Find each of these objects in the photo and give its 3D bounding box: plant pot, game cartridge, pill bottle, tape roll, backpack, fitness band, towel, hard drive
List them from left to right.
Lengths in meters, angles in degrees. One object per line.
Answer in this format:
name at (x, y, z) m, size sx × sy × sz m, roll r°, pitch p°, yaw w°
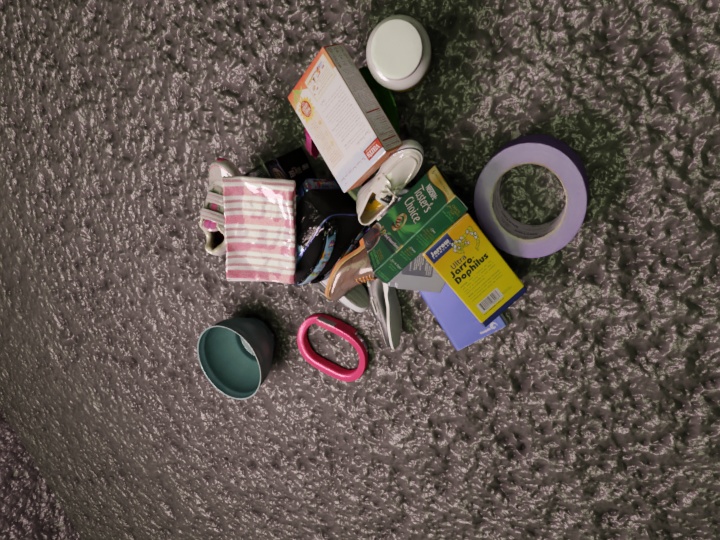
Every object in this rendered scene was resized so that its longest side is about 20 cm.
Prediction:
plant pot at (-0.301, 0.206, 1.404) m, size 0.193 × 0.134 × 0.208 m, roll 11°, pitch 115°, yaw 23°
towel at (-0.194, -0.076, 1.050) m, size 0.140 × 0.030 × 0.208 m, roll 2°, pitch 108°, yaw 0°
backpack at (-0.087, -0.073, 1.148) m, size 0.135 × 0.180 × 0.202 m, roll 48°, pitch 122°, yaw 21°
fitness band at (-0.069, 0.189, 1.342) m, size 0.195 × 0.037 × 0.148 m, roll 25°, pitch 122°, yaw 17°
pill bottle at (0.067, -0.367, 0.929) m, size 0.108 × 0.200 × 0.117 m, roll 2°, pitch 106°, yaw 7°
game cartridge at (0.127, -0.058, 1.084) m, size 0.128 × 0.042 × 0.207 m, roll 4°, pitch 112°, yaw -5°
hard drive at (0.203, 0.057, 1.154) m, size 0.130 × 0.025 × 0.203 m, roll -32°, pitch 94°, yaw 33°
tape roll at (0.309, -0.134, 0.987) m, size 0.193 × 0.085 × 0.207 m, roll 11°, pitch 116°, yaw 22°

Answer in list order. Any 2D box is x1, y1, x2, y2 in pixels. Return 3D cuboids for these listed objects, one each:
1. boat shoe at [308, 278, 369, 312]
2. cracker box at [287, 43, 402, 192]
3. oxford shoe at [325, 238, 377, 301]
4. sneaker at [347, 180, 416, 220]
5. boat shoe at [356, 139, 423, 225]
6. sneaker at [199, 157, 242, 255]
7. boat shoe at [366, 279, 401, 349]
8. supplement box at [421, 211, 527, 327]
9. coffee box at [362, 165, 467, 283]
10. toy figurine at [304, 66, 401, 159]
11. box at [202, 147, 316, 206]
boat shoe at (-0.062, 0.036, 1.261) m, size 0.198 × 0.072 × 0.072 m, roll 39°, pitch 134°, yaw 17°
cracker box at (-0.029, -0.260, 0.944) m, size 0.133 × 0.057 × 0.204 m, roll -33°, pitch 87°, yaw 47°
oxford shoe at (0.000, 0.000, 1.150) m, size 0.201 × 0.070 × 0.073 m, roll -49°, pitch 60°, yaw 18°
sneaker at (0.049, -0.169, 1.119) m, size 0.199 × 0.075 × 0.107 m, roll 42°, pitch 111°, yaw 4°
boat shoe at (0.051, -0.153, 1.004) m, size 0.069 × 0.072 × 0.199 m, roll 22°, pitch 141°, yaw -25°
sneaker at (-0.276, -0.118, 1.089) m, size 0.078 × 0.088 × 0.207 m, roll 10°, pitch 115°, yaw 21°
boat shoe at (0.051, 0.074, 1.214) m, size 0.058 × 0.075 × 0.209 m, roll -2°, pitch 98°, yaw 25°
supplement box at (0.203, -0.017, 1.023) m, size 0.109 × 0.110 × 0.200 m, roll -40°, pitch 112°, yaw 10°
coffee box at (0.092, -0.085, 0.988) m, size 0.199 × 0.125 × 0.044 m, roll -42°, pitch 123°, yaw 18°
toy figurine at (-0.024, -0.261, 1.072) m, size 0.180 × 0.150 × 0.205 m, roll -15°, pitch 109°, yaw 36°
box at (-0.216, -0.170, 1.187) m, size 0.196 × 0.164 × 0.088 m, roll -24°, pitch 101°, yaw 32°
